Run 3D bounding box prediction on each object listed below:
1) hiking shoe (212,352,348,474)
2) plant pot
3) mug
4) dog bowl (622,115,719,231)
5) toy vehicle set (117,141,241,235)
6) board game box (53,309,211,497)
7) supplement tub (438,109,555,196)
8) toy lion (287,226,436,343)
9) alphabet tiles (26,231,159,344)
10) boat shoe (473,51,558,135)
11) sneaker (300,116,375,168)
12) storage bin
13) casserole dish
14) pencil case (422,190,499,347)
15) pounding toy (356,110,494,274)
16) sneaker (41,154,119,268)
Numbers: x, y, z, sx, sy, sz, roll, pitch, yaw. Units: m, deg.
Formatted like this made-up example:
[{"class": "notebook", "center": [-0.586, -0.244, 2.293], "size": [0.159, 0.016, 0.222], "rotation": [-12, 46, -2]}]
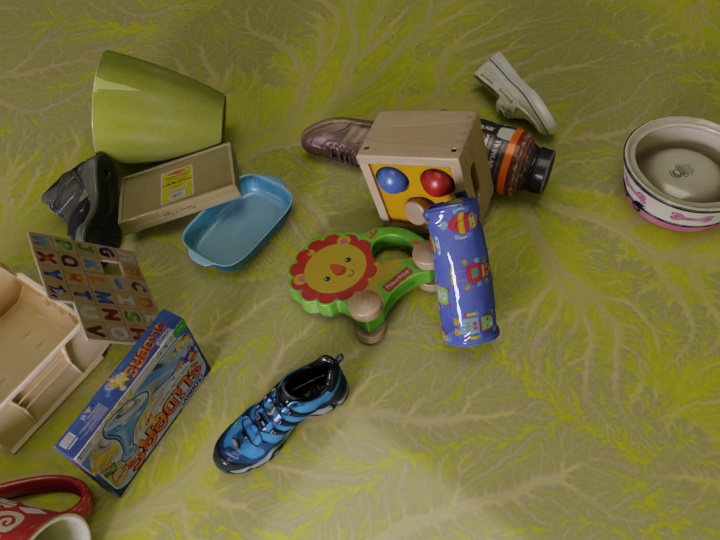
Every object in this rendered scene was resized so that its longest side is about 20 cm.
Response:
[{"class": "hiking shoe", "center": [-0.106, 0.173, 0.831], "size": [0.199, 0.087, 0.074], "rotation": [-36, 59, -19]}, {"class": "plant pot", "center": [-0.334, -0.265, 1.126], "size": [0.198, 0.188, 0.189], "rotation": [5, 53, -10]}, {"class": "mug", "center": [-0.421, 0.316, 0.755], "size": [0.198, 0.177, 0.135], "rotation": [9, 92, 16]}, {"class": "dog bowl", "center": [0.502, -0.145, 1.018], "size": [0.198, 0.074, 0.202], "rotation": [-2, 55, 3]}, {"class": "toy vehicle set", "center": [-0.297, -0.137, 1.077], "size": [0.198, 0.027, 0.125], "rotation": [-18, 45, 2]}, {"class": "board game box", "center": [-0.274, 0.166, 0.821], "size": [0.034, 0.136, 0.201], "rotation": [21, 59, 19]}, {"class": "supplement tub", "center": [0.204, -0.184, 1.049], "size": [0.198, 0.107, 0.107], "rotation": [19, 58, 18]}, {"class": "toy lion", "center": [0.000, 0.000, 0.969], "size": [0.199, 0.069, 0.191], "rotation": [-37, 52, -20]}, {"class": "alphabet tiles", "center": [-0.368, 0.027, 0.931], "size": [0.008, 0.166, 0.201], "rotation": [-49, 55, 21]}, {"class": "boat shoe", "center": [0.271, -0.298, 1.159], "size": [0.067, 0.073, 0.201], "rotation": [-35, 55, 13]}, {"class": "sneaker", "center": [-0.005, -0.209, 1.106], "size": [0.198, 0.071, 0.076], "rotation": [-2, 55, 4]}, {"class": "storage bin", "center": [-0.488, 0.109, 0.905], "size": [0.199, 0.094, 0.199], "rotation": [26, 61, 22]}, {"class": "casserole dish", "center": [-0.191, -0.073, 1.044], "size": [0.120, 0.039, 0.200], "rotation": [27, 60, 22]}, {"class": "pencil case", "center": [0.133, -0.001, 0.882], "size": [0.077, 0.202, 0.087], "rotation": [-16, 12, -25]}, {"class": "pounding toy", "center": [0.112, -0.113, 0.977], "size": [0.182, 0.201, 0.143], "rotation": [7, 54, 27]}, {"class": "sneaker", "center": [-0.451, -0.081, 1.055], "size": [0.113, 0.076, 0.201], "rotation": [-16, 69, 21]}]
